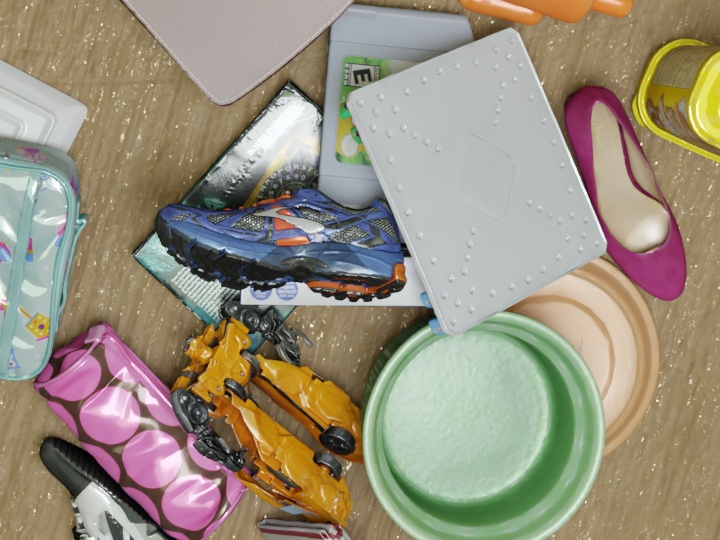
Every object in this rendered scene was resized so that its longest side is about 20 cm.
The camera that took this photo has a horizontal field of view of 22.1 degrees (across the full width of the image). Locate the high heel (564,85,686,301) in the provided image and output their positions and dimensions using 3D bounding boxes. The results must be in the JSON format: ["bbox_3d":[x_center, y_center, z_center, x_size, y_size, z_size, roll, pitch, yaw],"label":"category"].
[{"bbox_3d":[0.222,-0.059,1.532,0.067,0.096,0.201,-31,98,2],"label":"high heel"}]

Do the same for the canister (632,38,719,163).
[{"bbox_3d":[0.308,-0.126,1.473,0.148,0.200,0.087,23,96,-5],"label":"canister"}]

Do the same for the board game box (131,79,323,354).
[{"bbox_3d":[-0.078,-0.042,1.557,0.135,0.028,0.200,43,94,-9],"label":"board game box"}]

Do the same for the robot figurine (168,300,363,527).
[{"bbox_3d":[-0.075,0.121,1.529,0.200,0.058,0.146,41,55,-18],"label":"robot figurine"}]

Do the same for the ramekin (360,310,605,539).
[{"bbox_3d":[0.093,0.126,1.513,0.198,0.098,0.202,-1,97,-8],"label":"ramekin"}]

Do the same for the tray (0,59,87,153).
[{"bbox_3d":[-0.339,-0.135,1.540,0.199,0.022,0.108,27,97,-5],"label":"tray"}]

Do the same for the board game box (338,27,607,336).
[{"bbox_3d":[0.091,-0.072,1.460,0.199,0.026,0.201,-26,94,-39],"label":"board game box"}]

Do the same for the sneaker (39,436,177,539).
[{"bbox_3d":[-0.214,0.231,1.568,0.088,0.074,0.200,-43,97,2],"label":"sneaker"}]

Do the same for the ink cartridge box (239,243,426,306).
[{"bbox_3d":[0.000,0.000,1.507,0.198,0.094,0.045,1,101,-5],"label":"ink cartridge box"}]

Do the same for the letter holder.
[{"bbox_3d":[-0.081,-0.245,1.496,0.200,0.101,0.142,-42,99,4],"label":"letter holder"}]

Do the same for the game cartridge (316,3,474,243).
[{"bbox_3d":[0.034,-0.121,1.508,0.132,0.040,0.202,6,72,-6],"label":"game cartridge"}]

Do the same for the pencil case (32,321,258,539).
[{"bbox_3d":[-0.179,0.133,1.551,0.200,0.091,0.094,45,129,-9],"label":"pencil case"}]

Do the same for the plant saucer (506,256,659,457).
[{"bbox_3d":[0.159,0.077,1.582,0.199,0.032,0.202,0,98,-3],"label":"plant saucer"}]

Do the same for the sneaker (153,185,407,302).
[{"bbox_3d":[-0.061,-0.028,1.426,0.198,0.075,0.079,9,68,-12],"label":"sneaker"}]

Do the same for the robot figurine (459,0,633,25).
[{"bbox_3d":[0.136,-0.273,1.490,0.199,0.144,0.117,18,80,-4],"label":"robot figurine"}]

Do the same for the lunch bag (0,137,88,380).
[{"bbox_3d":[-0.310,-0.014,1.518,0.159,0.077,0.201,11,108,-2],"label":"lunch bag"}]

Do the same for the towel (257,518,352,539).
[{"bbox_3d":[0.001,0.289,1.550,0.023,0.144,0.201,-40,102,-24],"label":"towel"}]
